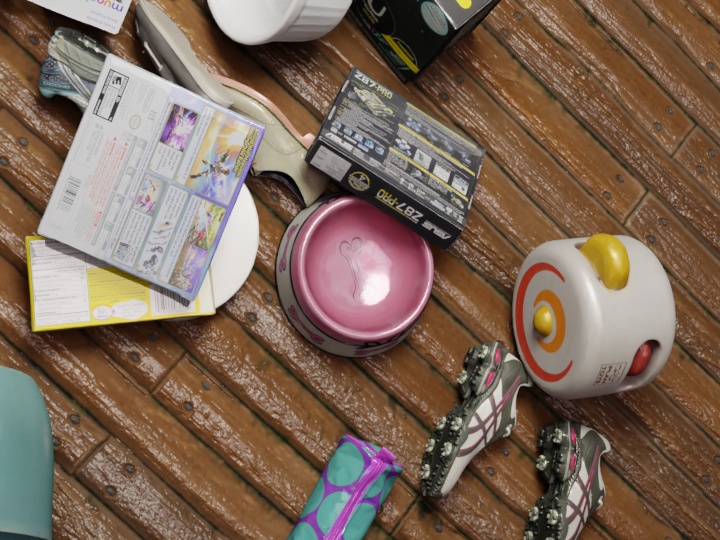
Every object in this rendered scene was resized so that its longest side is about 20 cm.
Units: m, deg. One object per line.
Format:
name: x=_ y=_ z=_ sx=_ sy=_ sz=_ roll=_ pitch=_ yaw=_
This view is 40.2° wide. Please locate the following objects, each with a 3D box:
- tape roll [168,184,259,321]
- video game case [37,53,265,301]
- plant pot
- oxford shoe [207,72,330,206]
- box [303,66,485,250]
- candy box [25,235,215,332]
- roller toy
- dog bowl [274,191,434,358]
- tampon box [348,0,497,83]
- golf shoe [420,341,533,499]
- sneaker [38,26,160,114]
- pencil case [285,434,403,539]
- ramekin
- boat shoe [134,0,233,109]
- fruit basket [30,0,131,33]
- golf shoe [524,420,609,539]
tape roll: x=-0.215 y=-0.045 z=1.133 sx=0.199 sy=0.037 sz=0.207 roll=2 pitch=83 yaw=-14
video game case: x=-0.219 y=-0.097 z=1.044 sx=0.179 sy=0.045 sz=0.203 roll=24 pitch=95 yaw=-7
plant pot: x=-0.400 y=0.183 z=0.985 sx=0.196 sy=0.201 sz=0.164 roll=7 pitch=68 yaw=-13
oxford shoe: x=-0.117 y=-0.155 z=1.155 sx=0.199 sy=0.071 sz=0.074 roll=36 pitch=80 yaw=-7
box: x=0.046 y=-0.136 z=1.163 sx=0.198 sy=0.049 sz=0.163 roll=30 pitch=45 yaw=-9
candy box: x=-0.262 y=0.007 z=1.083 sx=0.196 sy=0.026 sz=0.104 roll=-5 pitch=82 yaw=-14
roller toy: x=0.266 y=0.054 z=1.156 sx=0.137 sy=0.199 sz=0.187 roll=-5 pitch=88 yaw=-22
dog bowl: x=0.000 y=0.000 z=1.162 sx=0.196 sy=0.074 sz=0.205 roll=2 pitch=83 yaw=-13
tampon box: x=0.079 y=-0.341 z=1.158 sx=0.126 sy=0.200 sz=0.151 roll=-40 pitch=93 yaw=-15
golf shoe: x=0.141 y=0.188 z=1.175 sx=0.087 sy=0.077 sz=0.202 roll=31 pitch=77 yaw=-15
sneaker: x=-0.274 y=-0.193 z=1.129 sx=0.198 sy=0.078 sz=0.087 roll=30 pitch=111 yaw=-21
pencil case: x=-0.030 y=0.288 z=1.109 sx=0.084 sy=0.092 sz=0.202 roll=32 pitch=76 yaw=-8
ramekin: x=-0.088 y=-0.358 z=1.122 sx=0.097 sy=0.199 sz=0.205 roll=-5 pitch=83 yaw=-43
boat shoe: x=-0.216 y=-0.233 z=1.118 sx=0.057 sy=0.067 sz=0.201 roll=-45 pitch=61 yaw=14
fruit basket: x=-0.328 y=-0.382 z=1.105 sx=0.182 sy=0.094 sz=0.203 roll=20 pitch=59 yaw=-11
golf shoe: x=0.253 y=0.286 z=1.183 sx=0.087 sy=0.077 sz=0.204 roll=15 pitch=80 yaw=-20
